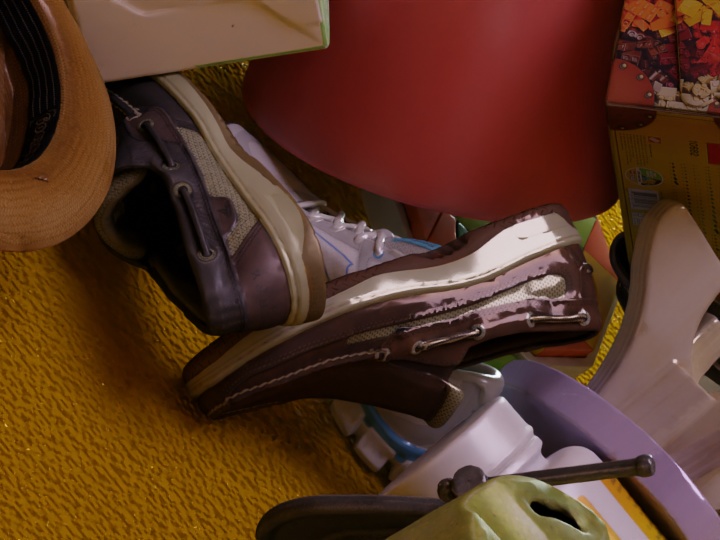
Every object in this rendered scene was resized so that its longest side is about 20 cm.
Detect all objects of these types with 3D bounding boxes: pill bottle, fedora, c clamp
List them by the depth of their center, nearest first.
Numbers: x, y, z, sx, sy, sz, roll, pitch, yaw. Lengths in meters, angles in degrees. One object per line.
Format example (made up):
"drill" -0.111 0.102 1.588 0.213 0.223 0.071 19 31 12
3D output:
"c clamp" 0.047 0.129 1.202 0.200 0.170 0.027 67 26 -57
"fedora" -0.191 -0.079 1.222 0.200 0.082 0.201 36 34 -29
"pill bottle" 0.098 0.157 1.341 0.200 0.109 0.109 50 25 0

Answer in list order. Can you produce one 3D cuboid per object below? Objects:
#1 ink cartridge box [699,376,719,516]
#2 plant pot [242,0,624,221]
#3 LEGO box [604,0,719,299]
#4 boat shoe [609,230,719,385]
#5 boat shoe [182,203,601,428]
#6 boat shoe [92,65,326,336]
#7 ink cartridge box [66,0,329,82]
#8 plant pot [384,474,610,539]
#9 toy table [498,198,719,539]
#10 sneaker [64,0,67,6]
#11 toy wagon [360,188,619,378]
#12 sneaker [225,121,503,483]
"ink cartridge box" 0.269 0.052 1.630 0.145 0.144 0.201 33 68 -30
"plant pot" 0.056 -0.143 1.466 0.200 0.178 0.201 12 23 -5
"LEGO box" 0.175 -0.094 1.451 0.200 0.077 0.149 71 30 -63
"boat shoe" 0.205 0.035 1.521 0.200 0.067 0.057 29 -11 38
"boat shoe" 0.022 0.035 1.335 0.202 0.075 0.075 -21 81 -19
"boat shoe" -0.088 -0.033 1.310 0.066 0.072 0.201 -16 37 -28
"ink cartridge box" -0.076 -0.172 1.394 0.200 0.117 0.068 -92 173 -55
"plant pot" 0.024 0.178 1.102 0.200 0.184 0.201 38 27 -23
"toy table" 0.151 0.070 1.429 0.200 0.117 0.184 34 -21 55
"sneaker" -0.183 -0.211 1.397 0.100 0.069 0.201 -62 137 -74
"toy wagon" 0.052 -0.027 1.557 0.200 0.040 0.155 43 41 -15
"sneaker" 0.000 0.000 1.425 0.200 0.087 0.075 53 27 10
